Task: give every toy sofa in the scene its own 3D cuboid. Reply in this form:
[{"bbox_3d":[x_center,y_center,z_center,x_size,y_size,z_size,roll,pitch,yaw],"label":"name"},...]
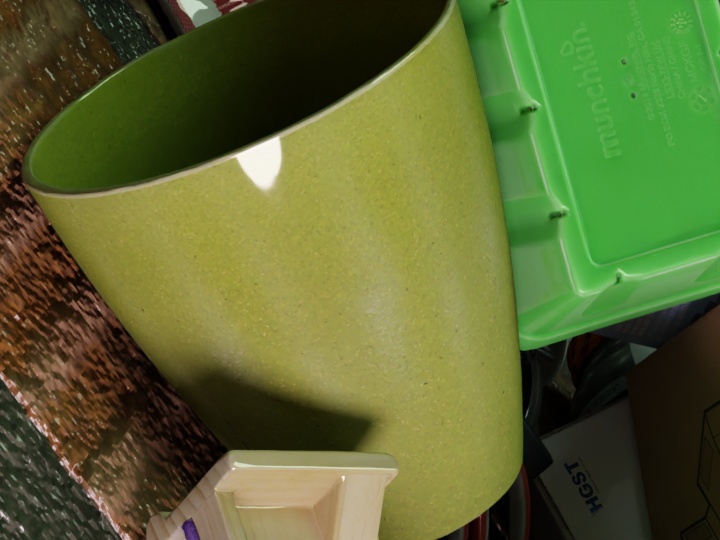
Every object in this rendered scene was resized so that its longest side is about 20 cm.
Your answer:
[{"bbox_3d":[-0.013,0.172,1.088,0.082,0.098,0.201,3,54,-37],"label":"toy sofa"}]

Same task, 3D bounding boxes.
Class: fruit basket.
[{"bbox_3d":[0.102,-0.080,1.279,0.216,0.155,0.217,164,-90,-82],"label":"fruit basket"}]

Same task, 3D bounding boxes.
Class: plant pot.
[{"bbox_3d":[-0.013,0.009,1.202,0.187,0.186,0.201,-74,144,-64],"label":"plant pot"}]

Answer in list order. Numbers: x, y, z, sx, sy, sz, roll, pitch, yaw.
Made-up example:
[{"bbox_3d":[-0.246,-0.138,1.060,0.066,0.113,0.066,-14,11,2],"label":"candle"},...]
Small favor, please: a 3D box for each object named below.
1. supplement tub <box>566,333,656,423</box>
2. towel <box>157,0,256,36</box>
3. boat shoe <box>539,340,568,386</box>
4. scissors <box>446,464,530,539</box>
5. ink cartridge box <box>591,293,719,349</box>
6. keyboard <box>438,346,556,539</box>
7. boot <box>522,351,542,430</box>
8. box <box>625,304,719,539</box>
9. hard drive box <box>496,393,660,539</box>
[{"bbox_3d":[0.183,0.112,1.555,0.122,0.122,0.201,31,33,-52],"label":"supplement tub"},{"bbox_3d":[-0.008,-0.153,1.453,0.145,0.199,0.023,60,-25,7],"label":"towel"},{"bbox_3d":[0.094,-0.038,1.520,0.070,0.201,0.064,15,21,8],"label":"boat shoe"},{"bbox_3d":[0.046,0.047,1.317,0.073,0.014,0.201,-2,95,-32],"label":"scissors"},{"bbox_3d":[0.149,-0.034,1.403,0.199,0.077,0.137,13,52,-2],"label":"ink cartridge box"},{"bbox_3d":[0.018,0.022,1.323,0.200,0.104,0.040,53,-14,-14],"label":"keyboard"},{"bbox_3d":[0.000,0.000,1.378,0.174,0.069,0.201,22,55,-37],"label":"boot"},{"bbox_3d":[0.178,0.110,1.298,0.021,0.163,0.201,3,66,-25],"label":"box"},{"bbox_3d":[0.189,0.122,1.424,0.156,0.199,0.077,61,-18,16],"label":"hard drive box"}]
